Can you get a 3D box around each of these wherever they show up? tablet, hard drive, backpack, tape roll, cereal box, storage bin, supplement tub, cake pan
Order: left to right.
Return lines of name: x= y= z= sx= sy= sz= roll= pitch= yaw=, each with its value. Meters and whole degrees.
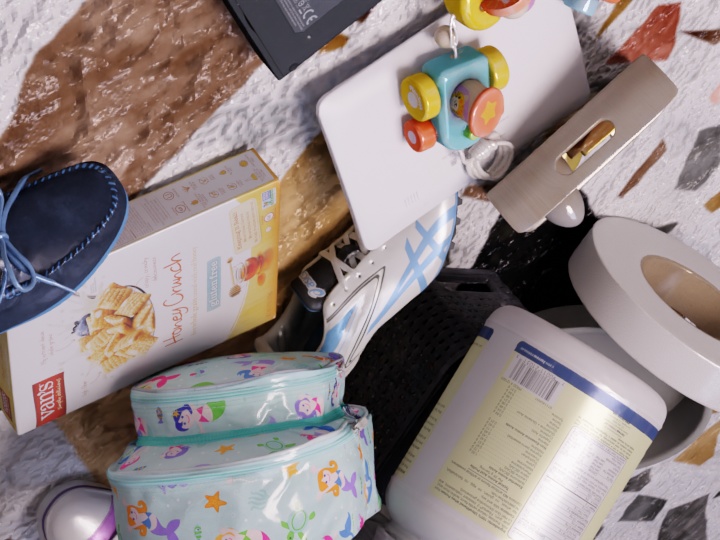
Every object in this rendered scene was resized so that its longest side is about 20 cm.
cereal box: x=-0.145 y=0.015 z=1.457 sx=0.199 sy=0.040 sz=0.144 roll=-26 pitch=147 yaw=-22
backpack: x=-0.079 y=0.134 z=1.499 sx=0.177 sy=0.151 sz=0.200 roll=-7 pitch=-169 yaw=10
hard drive: x=0.002 y=-0.214 z=1.330 sx=0.200 sy=0.033 sz=0.140 roll=-38 pitch=149 yaw=-2
storage bin: x=0.044 y=0.103 z=1.719 sx=0.135 sy=0.094 sz=0.200 roll=2 pitch=129 yaw=-48
tablet: x=0.065 y=-0.112 z=1.498 sx=0.200 sy=0.014 sz=0.130 roll=-35 pitch=132 yaw=-18
supplement tub: x=0.107 y=0.142 z=1.577 sx=0.201 sy=0.145 sz=0.145 roll=-58 pitch=148 yaw=-2
cake pan: x=0.183 y=0.095 z=1.815 sx=0.199 sy=0.037 sz=0.201 roll=3 pitch=141 yaw=3
tape roll: x=0.252 y=0.036 z=1.750 sx=0.202 sy=0.203 sz=0.037 roll=6 pitch=126 yaw=-50

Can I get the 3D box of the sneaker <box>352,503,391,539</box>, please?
sneaker: x=-0.068 y=0.206 z=1.632 sx=0.199 sy=0.116 sz=0.075 roll=4 pitch=119 yaw=8

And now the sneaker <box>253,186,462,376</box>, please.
sneaker: x=0.000 y=0.000 z=1.567 sx=0.072 sy=0.072 sz=0.200 roll=18 pitch=115 yaw=-45

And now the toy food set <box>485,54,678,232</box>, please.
toy food set: x=0.161 y=-0.079 z=1.581 sx=0.143 sy=0.060 sz=0.200 roll=-42 pitch=179 yaw=5

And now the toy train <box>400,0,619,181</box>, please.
toy train: x=0.112 y=-0.148 z=1.465 sx=0.150 sy=0.056 sz=0.201 roll=19 pitch=102 yaw=-43

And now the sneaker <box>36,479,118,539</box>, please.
sneaker: x=-0.139 y=0.227 z=1.596 sx=0.200 sy=0.114 sz=0.073 roll=45 pitch=79 yaw=-23

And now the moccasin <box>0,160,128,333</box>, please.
moccasin: x=-0.223 y=0.004 z=1.320 sx=0.200 sy=0.081 sz=0.068 roll=-38 pitch=160 yaw=-4
